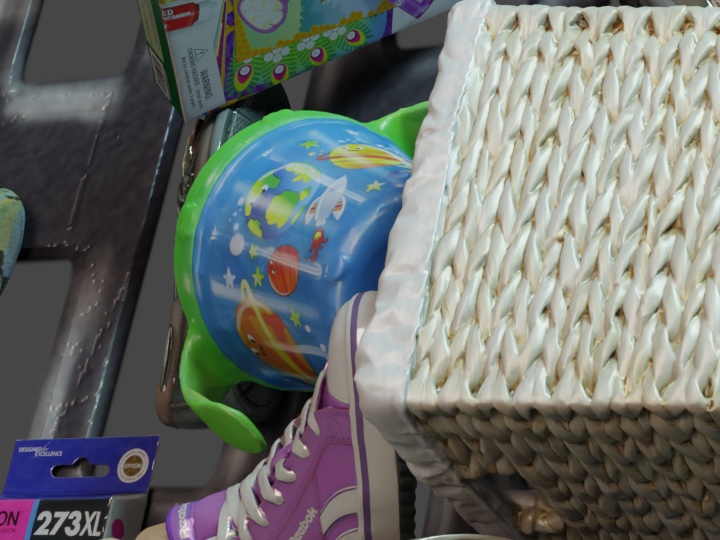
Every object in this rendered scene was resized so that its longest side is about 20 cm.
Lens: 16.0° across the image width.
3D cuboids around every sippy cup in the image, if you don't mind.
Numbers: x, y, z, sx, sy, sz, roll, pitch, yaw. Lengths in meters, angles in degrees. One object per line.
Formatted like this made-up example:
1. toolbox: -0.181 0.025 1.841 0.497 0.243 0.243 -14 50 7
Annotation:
1. sippy cup: 0.000 0.000 1.188 0.130 0.139 0.179 18 99 59

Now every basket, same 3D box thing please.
1. basket: 0.121 0.014 1.091 0.160 0.198 0.201 1 63 29

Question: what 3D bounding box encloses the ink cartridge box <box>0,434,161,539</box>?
1. ink cartridge box: -0.165 0.170 1.278 0.094 0.037 0.201 -4 59 29

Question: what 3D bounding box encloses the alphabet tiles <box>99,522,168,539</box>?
1. alphabet tiles: -0.084 0.204 1.174 0.194 0.015 0.201 -15 52 -8

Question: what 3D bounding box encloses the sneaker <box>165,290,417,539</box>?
1. sneaker: -0.032 0.096 1.120 0.113 0.202 0.073 7 30 8

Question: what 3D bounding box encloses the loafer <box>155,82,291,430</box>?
1. loafer: -0.075 -0.014 1.312 0.063 0.072 0.201 -15 58 30

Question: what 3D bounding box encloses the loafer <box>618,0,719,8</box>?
1. loafer: 0.156 -0.137 1.201 0.070 0.073 0.200 -20 24 6

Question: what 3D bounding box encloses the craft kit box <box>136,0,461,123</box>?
1. craft kit box: -0.023 -0.191 1.259 0.196 0.201 0.049 -27 49 -15

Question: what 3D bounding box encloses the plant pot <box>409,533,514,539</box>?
1. plant pot: 0.018 0.210 1.061 0.201 0.199 0.134 -63 16 -15

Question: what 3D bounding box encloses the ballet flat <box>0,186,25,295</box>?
1. ballet flat: -0.250 0.031 1.389 0.074 0.074 0.201 15 71 36
